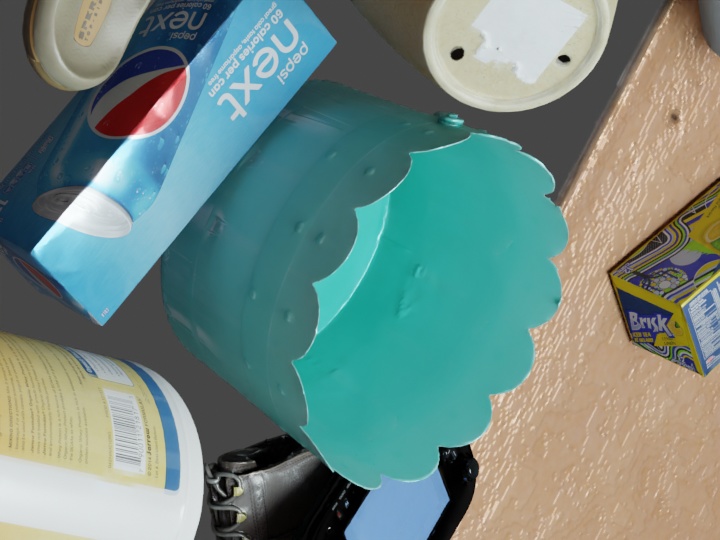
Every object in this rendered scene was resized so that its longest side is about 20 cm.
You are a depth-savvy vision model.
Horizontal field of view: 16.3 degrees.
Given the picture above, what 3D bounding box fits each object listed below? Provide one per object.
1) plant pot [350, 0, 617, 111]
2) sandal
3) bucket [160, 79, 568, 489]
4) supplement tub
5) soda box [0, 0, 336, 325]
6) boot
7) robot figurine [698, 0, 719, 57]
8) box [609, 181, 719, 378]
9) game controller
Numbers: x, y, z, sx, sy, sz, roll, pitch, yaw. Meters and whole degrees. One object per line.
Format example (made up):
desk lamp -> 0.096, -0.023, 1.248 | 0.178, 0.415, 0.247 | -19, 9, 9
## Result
plant pot -> 0.062, -0.175, 1.277 | 0.186, 0.200, 0.188 | -5, 128, -7
sandal -> -0.112, -0.185, 1.271 | 0.080, 0.054, 0.201 | 19, 89, -43
bucket -> 0.000, 0.000, 1.370 | 0.207, 0.135, 0.208 | -25, 130, -35
supplement tub -> -0.194, 0.100, 1.253 | 0.200, 0.144, 0.145 | 17, 95, -42
soda box -> -0.107, -0.074, 1.314 | 0.200, 0.064, 0.068 | -52, 131, -13
boot -> -0.072, 0.186, 1.450 | 0.200, 0.069, 0.175 | -27, 121, -40
robot figurine -> 0.254, -0.199, 1.505 | 0.113, 0.169, 0.201 | -53, 142, -43
box -> 0.260, -0.022, 1.638 | 0.200, 0.070, 0.064 | -38, 128, -23
game controller -> 0.015, 0.144, 1.470 | 0.200, 0.042, 0.105 | -55, 141, -47
